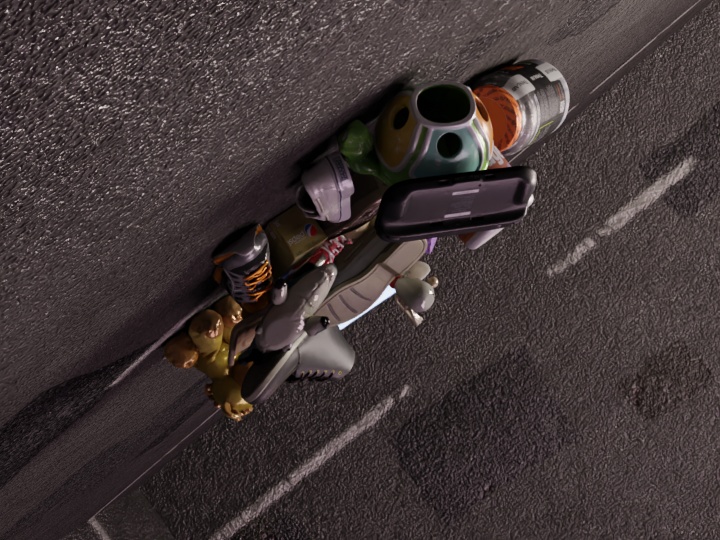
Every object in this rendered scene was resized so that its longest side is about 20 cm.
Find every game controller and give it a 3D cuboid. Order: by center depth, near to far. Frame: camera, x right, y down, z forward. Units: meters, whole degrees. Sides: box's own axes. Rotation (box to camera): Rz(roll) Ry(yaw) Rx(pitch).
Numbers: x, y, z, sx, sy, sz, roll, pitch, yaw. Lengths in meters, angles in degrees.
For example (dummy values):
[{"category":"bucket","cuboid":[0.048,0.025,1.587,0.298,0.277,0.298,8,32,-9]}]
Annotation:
[{"category":"game controller","cuboid":[0.115,-0.080,1.503,0.197,0.042,0.105,-9,139,-17]}]

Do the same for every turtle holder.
[{"category":"turtle holder","cuboid":[0.072,-0.167,1.518,0.132,0.183,0.143,102,4,-61]}]

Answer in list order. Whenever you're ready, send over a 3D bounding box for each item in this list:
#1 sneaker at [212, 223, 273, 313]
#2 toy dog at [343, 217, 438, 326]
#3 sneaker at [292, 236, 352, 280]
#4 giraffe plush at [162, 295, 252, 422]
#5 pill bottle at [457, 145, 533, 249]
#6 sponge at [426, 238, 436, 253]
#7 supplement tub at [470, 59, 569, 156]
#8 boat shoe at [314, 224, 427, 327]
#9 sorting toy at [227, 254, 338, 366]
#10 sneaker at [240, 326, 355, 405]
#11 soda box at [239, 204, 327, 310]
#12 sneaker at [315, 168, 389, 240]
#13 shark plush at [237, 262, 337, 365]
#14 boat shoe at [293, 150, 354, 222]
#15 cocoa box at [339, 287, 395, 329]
[{"category":"sneaker","cuboid":[-0.145,0.000,1.652,0.078,0.078,0.200,-35,173,-12]},{"category":"toy dog","cuboid":[0.055,-0.028,1.812,0.096,0.200,0.132,-40,164,-6]},{"category":"sneaker","cuboid":[-0.055,-0.028,1.880,0.199,0.074,0.087,-38,-156,2]},{"category":"giraffe plush","cuboid":[-0.216,0.154,2.009,0.172,0.163,0.200,-33,173,-45]},{"category":"pill bottle","cuboid":[0.128,-0.138,1.655,0.112,0.201,0.112,-38,175,-4]},{"category":"sponge","cuboid":[0.118,-0.132,1.948,0.202,0.029,0.112,92,18,-49]},{"category":"supplement tub","cuboid":[0.228,-0.243,1.881,0.122,0.123,0.200,-41,175,33]},{"category":"boat shoe","cuboid":[0.000,0.000,1.740,0.199,0.069,0.075,-38,141,4]},{"category":"sorting toy","cuboid":[-0.117,0.054,1.828,0.199,0.037,0.185,-35,172,-15]},{"category":"sneaker","cuboid":[-0.080,0.140,1.765,0.074,0.107,0.200,-15,-153,50]},{"category":"soda box","cuboid":[-0.123,-0.013,1.760,0.067,0.064,0.200,-34,173,-35]},{"category":"sneaker","cuboid":[-0.017,-0.099,1.691,0.070,0.076,0.200,-19,173,-31]},{"category":"shark plush","cuboid":[-0.097,0.074,1.710,0.201,0.090,0.084,-59,-177,33]},{"category":"boat shoe","cuboid":[-0.049,-0.093,1.555,0.065,0.073,0.200,-23,178,-7]},{"category":"cocoa box","cuboid":[-0.052,0.026,2.078,0.199,0.135,0.131,-32,-173,-41]}]
